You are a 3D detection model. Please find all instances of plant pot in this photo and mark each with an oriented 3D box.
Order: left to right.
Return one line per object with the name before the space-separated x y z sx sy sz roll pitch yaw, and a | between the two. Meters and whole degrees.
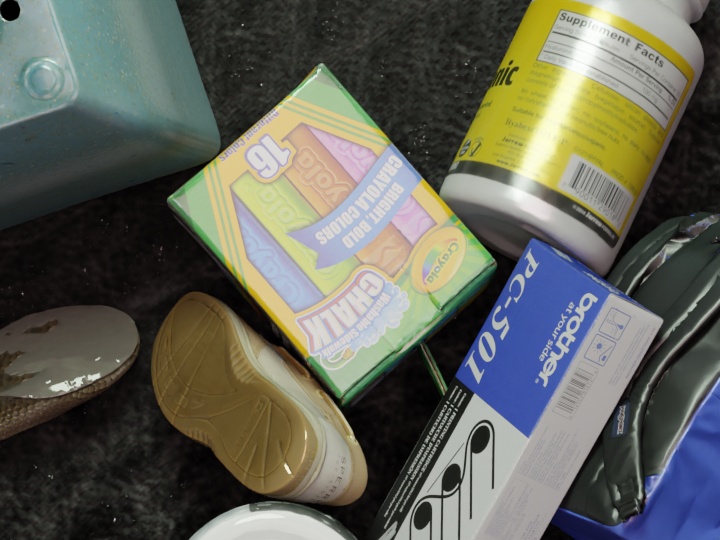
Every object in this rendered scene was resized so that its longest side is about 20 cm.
plant pot | -0.210 -0.131 1.443 0.196 0.200 0.197 -18 89 4

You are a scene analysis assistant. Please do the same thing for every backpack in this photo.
backpack | 0.197 0.077 1.459 0.168 0.162 0.200 36 80 -34

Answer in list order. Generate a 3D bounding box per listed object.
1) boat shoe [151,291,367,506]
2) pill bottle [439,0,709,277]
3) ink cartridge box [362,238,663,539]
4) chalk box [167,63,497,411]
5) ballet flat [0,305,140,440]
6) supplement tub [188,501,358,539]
boat shoe | -0.059 0.080 1.468 0.069 0.200 0.074 27 102 -36
pill bottle | 0.135 -0.104 1.497 0.111 0.111 0.201 26 78 3
ink cartridge box | 0.082 0.090 1.411 0.044 0.094 0.201 25 97 -31
chalk box | 0.000 0.000 1.485 0.124 0.125 0.200 -42 87 -3
ballet flat | -0.223 0.081 1.521 0.199 0.046 0.067 -27 54 -8
supplement tub | -0.047 0.191 1.427 0.122 0.200 0.123 0 83 0
